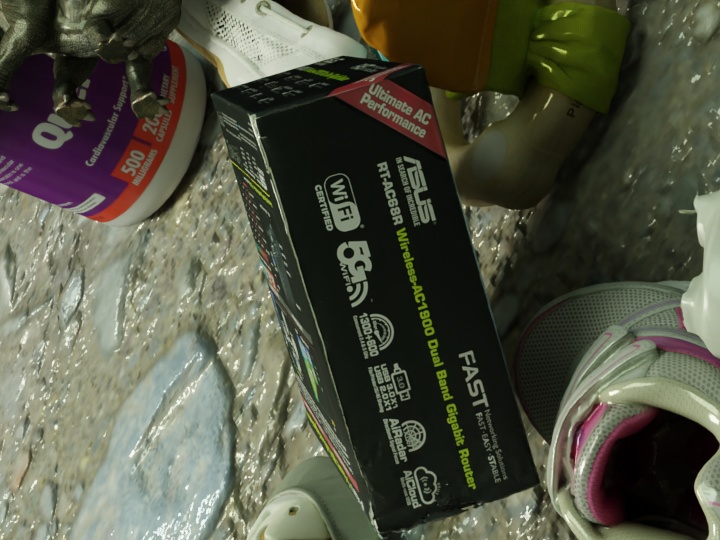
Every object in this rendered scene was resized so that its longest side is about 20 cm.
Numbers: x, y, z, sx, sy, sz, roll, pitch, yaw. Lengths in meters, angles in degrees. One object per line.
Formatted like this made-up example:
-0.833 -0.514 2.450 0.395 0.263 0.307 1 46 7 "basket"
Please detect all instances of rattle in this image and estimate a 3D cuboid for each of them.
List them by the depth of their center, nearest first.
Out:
0.012 -0.111 0.904 0.200 0.143 0.130 52 133 50 "rattle"

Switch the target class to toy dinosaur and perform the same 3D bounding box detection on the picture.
-0.142 -0.129 1.062 0.200 0.077 0.102 -18 52 26 "toy dinosaur"

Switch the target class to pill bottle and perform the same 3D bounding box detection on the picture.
-0.192 -0.105 1.160 0.112 0.200 0.112 -36 43 43 "pill bottle"

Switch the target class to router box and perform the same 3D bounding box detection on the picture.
0.000 0.000 0.786 0.200 0.062 0.150 -137 31 -79 "router box"

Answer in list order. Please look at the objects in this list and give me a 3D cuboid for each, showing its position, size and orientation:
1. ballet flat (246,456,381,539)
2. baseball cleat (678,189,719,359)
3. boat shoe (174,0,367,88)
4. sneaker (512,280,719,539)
-0.018 0.135 0.858 0.067 0.064 0.200 -56 32 20 "ballet flat"
0.168 -0.043 0.686 0.106 0.070 0.200 5 52 21 "baseball cleat"
-0.045 -0.127 1.075 0.069 0.071 0.200 -55 36 10 "boat shoe"
0.098 0.051 0.685 0.200 0.088 0.081 29 110 60 "sneaker"
